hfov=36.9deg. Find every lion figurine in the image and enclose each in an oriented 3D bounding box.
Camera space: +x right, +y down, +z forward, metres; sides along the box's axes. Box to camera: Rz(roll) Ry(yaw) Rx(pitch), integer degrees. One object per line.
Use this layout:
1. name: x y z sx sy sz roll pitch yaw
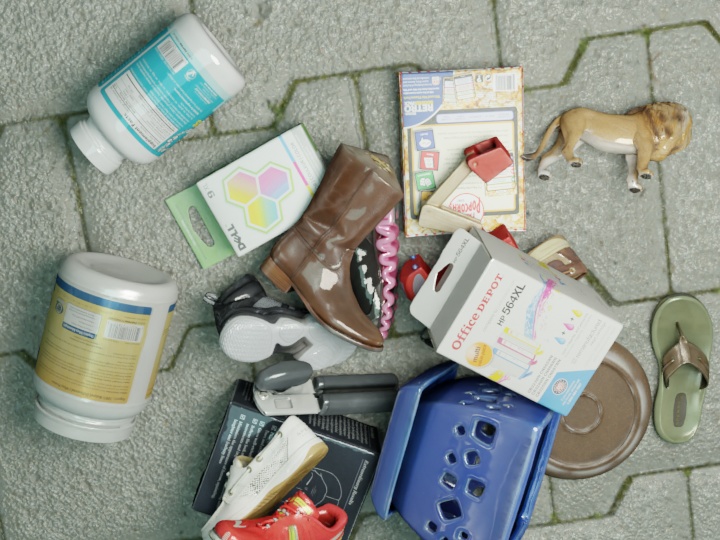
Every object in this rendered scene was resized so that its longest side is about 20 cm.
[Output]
1. lion figurine: 0.301 -0.164 1.308 0.199 0.073 0.123 12 66 3

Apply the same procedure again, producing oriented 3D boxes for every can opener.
1. can opener: -0.035 0.144 1.326 0.199 0.053 0.067 0 139 -24

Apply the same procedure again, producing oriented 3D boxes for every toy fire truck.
1. toy fire truck: 0.116 -0.050 1.289 0.200 0.049 0.141 -34 110 12

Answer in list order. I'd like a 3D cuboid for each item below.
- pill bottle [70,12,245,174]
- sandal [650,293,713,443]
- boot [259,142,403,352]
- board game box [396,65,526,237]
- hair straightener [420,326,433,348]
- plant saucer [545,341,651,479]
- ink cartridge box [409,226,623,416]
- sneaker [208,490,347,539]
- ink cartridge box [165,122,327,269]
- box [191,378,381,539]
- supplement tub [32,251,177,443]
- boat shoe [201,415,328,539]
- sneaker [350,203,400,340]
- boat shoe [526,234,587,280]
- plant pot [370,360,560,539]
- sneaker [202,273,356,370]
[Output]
1. pill bottle: -0.242 -0.201 1.268 0.200 0.111 0.111 -37 99 6
2. sandal: 0.415 0.128 1.374 0.079 0.057 0.202 -4 101 -1
3. boot: 0.003 -0.028 1.267 0.186 0.064 0.200 37 102 0
4. board game box: 0.124 -0.146 1.321 0.151 0.046 0.201 -2 101 -1
5. hair straightener: 0.176 0.086 1.368 0.199 0.041 0.077 6 59 12
6. plant saucer: 0.282 0.180 1.395 0.199 0.032 0.201 0 100 -2
7. ink cartridge box: 0.169 0.051 1.235 0.200 0.125 0.129 26 105 -13
8. sneaker: -0.092 0.292 1.240 0.077 0.200 0.085 33 100 38
9. ink cartridge box: -0.133 -0.087 1.318 0.200 0.059 0.104 -28 100 4
10. box: -0.090 0.248 1.358 0.199 0.107 0.149 21 99 -4
11. supplement tub: -0.312 0.091 1.303 0.144 0.145 0.201 16 99 -4
12. boat shoe: -0.125 0.248 1.275 0.200 0.071 0.069 -45 73 15
13. sneaker: 0.000 0.000 1.334 0.095 0.079 0.201 2 99 5
14. boat shoe: 0.191 0.040 1.328 0.200 0.072 0.072 -35 70 -8
15. plant pot: 0.128 0.224 1.307 0.179 0.200 0.201 19 102 17
16. sneaker: -0.099 0.059 1.339 0.200 0.114 0.076 7 121 -38
